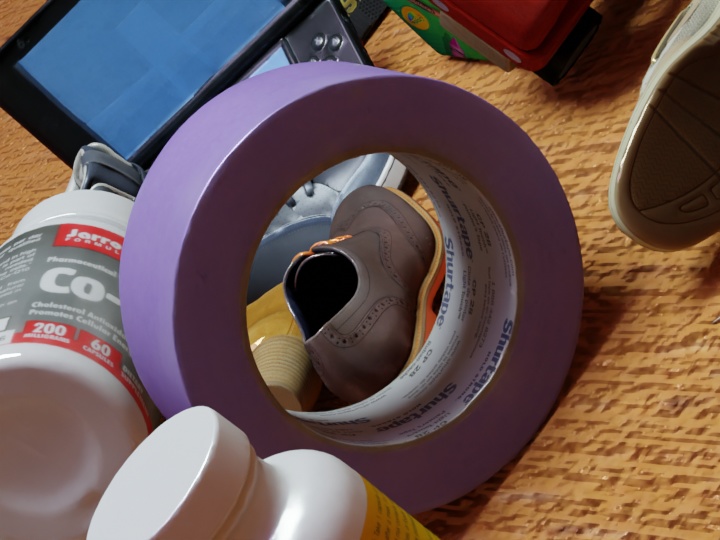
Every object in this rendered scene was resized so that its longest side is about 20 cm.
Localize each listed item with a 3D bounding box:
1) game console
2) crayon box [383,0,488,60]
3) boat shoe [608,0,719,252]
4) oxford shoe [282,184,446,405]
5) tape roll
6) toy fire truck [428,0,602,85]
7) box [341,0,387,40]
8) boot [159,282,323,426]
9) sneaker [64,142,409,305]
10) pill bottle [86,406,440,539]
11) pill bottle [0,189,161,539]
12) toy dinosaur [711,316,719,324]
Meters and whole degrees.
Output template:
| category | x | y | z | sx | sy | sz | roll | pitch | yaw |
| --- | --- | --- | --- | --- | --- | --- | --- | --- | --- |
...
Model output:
| category | x | y | z | sx | sy | sz | roll | pitch | yaw |
| --- | --- | --- | --- | --- | --- | --- | --- | --- | --- |
| game console | -0.106 | -0.101 | 1.662 | 0.200 | 0.118 | 0.173 | -42 | 51 | 20 |
| crayon box | 0.110 | -0.214 | 1.583 | 0.200 | 0.058 | 0.119 | -54 | 23 | -8 |
| boat shoe | 0.164 | -0.086 | 1.271 | 0.201 | 0.072 | 0.065 | -60 | 14 | -25 |
| oxford shoe | 0.000 | 0.000 | 1.436 | 0.071 | 0.072 | 0.200 | -44 | 23 | 17 |
| tape roll | -0.004 | 0.008 | 1.264 | 0.200 | 0.200 | 0.085 | -53 | 22 | -8 |
| toy fire truck | 0.123 | -0.192 | 1.402 | 0.176 | 0.128 | 0.200 | -53 | -7 | -8 |
| box | -0.045 | -0.167 | 1.814 | 0.200 | 0.051 | 0.158 | -54 | 22 | -7 |
| boot | -0.084 | 0.101 | 1.467 | 0.201 | 0.071 | 0.144 | -49 | 10 | 18 |
| sneaker | -0.079 | -0.040 | 1.558 | 0.202 | 0.146 | 0.077 | -44 | 21 | 11 |
| pill bottle | -0.008 | 0.139 | 1.063 | 0.104 | 0.200 | 0.104 | -40 | 24 | 22 |
| pill bottle | -0.153 | 0.043 | 1.436 | 0.114 | 0.114 | 0.200 | -41 | 19 | 22 |
| toy dinosaur | 0.214 | -0.067 | 1.182 | 0.106 | 0.060 | 0.201 | 115 | 179 | -47 |
